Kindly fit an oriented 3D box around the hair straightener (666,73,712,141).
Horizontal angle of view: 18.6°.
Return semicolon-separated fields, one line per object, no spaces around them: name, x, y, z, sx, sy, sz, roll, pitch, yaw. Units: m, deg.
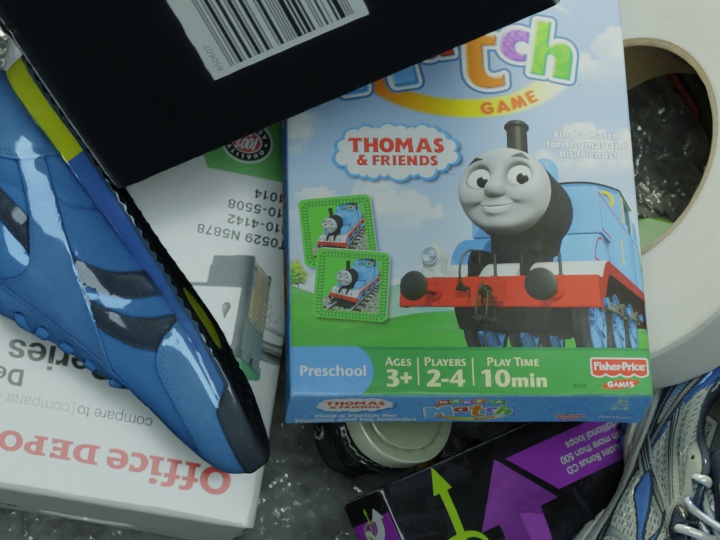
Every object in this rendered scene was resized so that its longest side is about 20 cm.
hair straightener;0.146;-0.123;1.045;0.041;0.077;0.201;-27;86;-16

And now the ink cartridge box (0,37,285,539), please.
ink cartridge box;-0.104;0.011;0.980;0.145;0.084;0.202;9;79;-8

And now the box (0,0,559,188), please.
box;-0.043;-0.169;0.898;0.199;0.124;0.198;-21;42;11

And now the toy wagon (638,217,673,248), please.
toy wagon;0.182;0.039;1.034;0.200;0.040;0.155;43;87;10

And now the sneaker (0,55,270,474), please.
sneaker;-0.114;0.010;0.907;0.078;0.066;0.201;-35;87;0

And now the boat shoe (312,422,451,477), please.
boat shoe;0.002;0.001;1.008;0.074;0.066;0.201;6;66;-30

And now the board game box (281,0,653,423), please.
board game box;0.041;-0.035;0.934;0.150;0.037;0.202;0;66;-5

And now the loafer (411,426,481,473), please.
loafer;-0.002;0.155;0.980;0.200;0.073;0.072;-45;101;-23

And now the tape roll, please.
tape roll;0.123;-0.047;0.980;0.037;0.202;0.205;23;75;-44

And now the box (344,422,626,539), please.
box;0.094;0.166;0.952;0.142;0.036;0.201;-21;85;-35

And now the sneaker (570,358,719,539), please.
sneaker;0.139;0.111;0.927;0.077;0.085;0.201;28;61;-20
